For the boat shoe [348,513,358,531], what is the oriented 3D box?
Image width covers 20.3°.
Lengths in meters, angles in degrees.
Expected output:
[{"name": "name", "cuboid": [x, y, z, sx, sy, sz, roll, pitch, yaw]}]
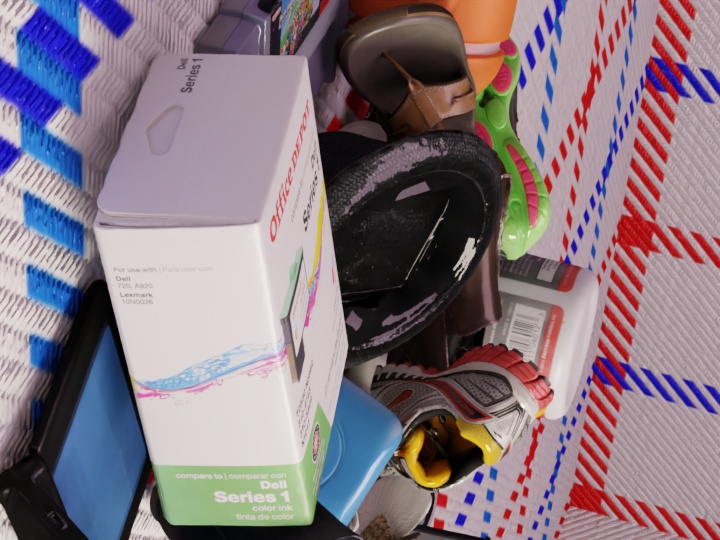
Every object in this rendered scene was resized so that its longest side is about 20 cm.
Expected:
[{"name": "boat shoe", "cuboid": [-0.029, 0.178, 1.542, 0.200, 0.065, 0.073, -48, 150, -65]}]

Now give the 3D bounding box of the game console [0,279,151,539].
[{"name": "game console", "cuboid": [-0.109, 0.137, 1.039, 0.116, 0.176, 0.201, -39, 153, -19]}]

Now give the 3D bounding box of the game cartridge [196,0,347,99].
[{"name": "game cartridge", "cuboid": [-0.047, -0.133, 1.191, 0.200, 0.038, 0.130, -62, 166, -47]}]

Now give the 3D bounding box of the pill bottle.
[{"name": "pill bottle", "cuboid": [0.070, 0.033, 1.509, 0.116, 0.198, 0.117, 14, 90, -78]}]

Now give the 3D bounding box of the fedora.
[{"name": "fedora", "cuboid": [-0.004, -0.031, 1.274, 0.200, 0.092, 0.201, -33, 146, -25]}]

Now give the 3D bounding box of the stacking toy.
[{"name": "stacking toy", "cuboid": [-0.046, 0.138, 1.382, 0.116, 0.109, 0.200, -56, 174, -14]}]

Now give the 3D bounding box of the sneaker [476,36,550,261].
[{"name": "sneaker", "cuboid": [0.087, -0.097, 1.480, 0.084, 0.076, 0.201, 105, -21, -63]}]

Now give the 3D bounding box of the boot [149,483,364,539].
[{"name": "boot", "cuboid": [-0.044, 0.117, 1.115, 0.166, 0.065, 0.200, -63, -159, 6]}]

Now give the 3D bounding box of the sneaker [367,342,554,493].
[{"name": "sneaker", "cuboid": [0.038, 0.108, 1.362, 0.200, 0.078, 0.082, -25, -158, 51]}]

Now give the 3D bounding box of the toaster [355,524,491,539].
[{"name": "toaster", "cuboid": [0.034, 0.293, 1.655, 0.181, 0.198, 0.119, 89, 15, -53]}]

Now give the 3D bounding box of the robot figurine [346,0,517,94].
[{"name": "robot figurine", "cuboid": [0.052, -0.200, 1.364, 0.116, 0.144, 0.202, -2, 111, -36]}]

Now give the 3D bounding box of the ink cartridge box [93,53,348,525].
[{"name": "ink cartridge box", "cuboid": [-0.065, 0.009, 1.031, 0.145, 0.083, 0.201, -78, 164, -50]}]

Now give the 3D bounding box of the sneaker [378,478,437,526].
[{"name": "sneaker", "cuboid": [0.032, 0.153, 1.804, 0.112, 0.072, 0.202, 60, 37, -68]}]

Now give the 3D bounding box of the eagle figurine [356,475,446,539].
[{"name": "eagle figurine", "cuboid": [-0.008, 0.232, 1.370, 0.199, 0.151, 0.152, 0, 127, -50]}]

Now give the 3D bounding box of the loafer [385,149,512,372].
[{"name": "loafer", "cuboid": [0.076, 0.009, 1.388, 0.073, 0.071, 0.201, -24, 136, -42]}]

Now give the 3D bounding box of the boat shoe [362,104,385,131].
[{"name": "boat shoe", "cuboid": [0.018, -0.082, 1.464, 0.072, 0.070, 0.202, 47, 38, -61]}]

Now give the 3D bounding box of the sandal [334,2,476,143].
[{"name": "sandal", "cuboid": [0.040, -0.103, 1.300, 0.200, 0.081, 0.055, 71, -6, -57]}]

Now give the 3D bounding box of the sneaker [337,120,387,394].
[{"name": "sneaker", "cuboid": [0.000, 0.000, 1.377, 0.075, 0.099, 0.202, 1, 104, -45]}]
